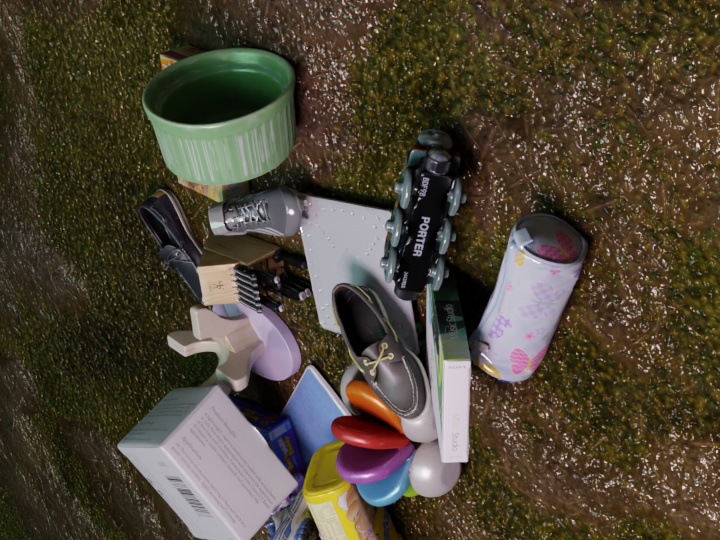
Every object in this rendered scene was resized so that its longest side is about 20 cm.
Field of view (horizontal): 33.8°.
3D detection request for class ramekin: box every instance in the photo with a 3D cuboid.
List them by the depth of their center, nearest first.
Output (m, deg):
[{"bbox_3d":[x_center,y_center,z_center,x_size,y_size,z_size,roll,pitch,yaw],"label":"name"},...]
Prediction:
[{"bbox_3d":[-0.175,-0.197,1.531,0.199,0.199,0.099,28,140,38],"label":"ramekin"}]

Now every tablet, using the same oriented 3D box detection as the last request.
[{"bbox_3d":[-0.068,0.242,1.820,0.131,0.014,0.201,51,143,17],"label":"tablet"}]

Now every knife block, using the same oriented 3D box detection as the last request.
[{"bbox_3d":[-0.146,-0.005,1.737,0.201,0.172,0.065,-87,-9,-65],"label":"knife block"}]

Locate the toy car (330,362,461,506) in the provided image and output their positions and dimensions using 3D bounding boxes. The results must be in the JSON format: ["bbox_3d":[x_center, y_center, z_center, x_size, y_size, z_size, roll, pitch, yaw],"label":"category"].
[{"bbox_3d":[0.031,0.223,1.570,0.174,0.149,0.203,15,123,45],"label":"toy car"}]

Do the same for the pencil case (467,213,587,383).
[{"bbox_3d":[0.182,0.032,1.315,0.084,0.089,0.202,-89,12,-46],"label":"pencil case"}]

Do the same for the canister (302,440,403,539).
[{"bbox_3d":[-0.008,0.361,1.694,0.085,0.149,0.202,-17,110,14],"label":"canister"}]

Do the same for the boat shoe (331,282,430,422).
[{"bbox_3d":[0.020,0.102,1.489,0.072,0.060,0.203,-40,59,16],"label":"boat shoe"}]

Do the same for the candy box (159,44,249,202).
[{"bbox_3d":[-0.222,-0.209,1.694,0.115,0.055,0.203,25,129,41],"label":"candy box"}]

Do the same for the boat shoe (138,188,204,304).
[{"bbox_3d":[-0.292,-0.031,1.889,0.074,0.062,0.202,-24,94,52],"label":"boat shoe"}]

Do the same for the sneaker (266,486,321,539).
[{"bbox_3d":[-0.094,0.358,1.710,0.084,0.200,0.078,-14,108,18],"label":"sneaker"}]

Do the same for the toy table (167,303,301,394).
[{"bbox_3d":[-0.199,0.119,1.821,0.199,0.116,0.187,12,121,48],"label":"toy table"}]

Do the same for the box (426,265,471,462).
[{"bbox_3d":[0.103,0.107,1.404,0.201,0.036,0.146,-97,5,-59],"label":"box"}]

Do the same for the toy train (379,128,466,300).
[{"bbox_3d":[0.070,-0.066,1.379,0.115,0.084,0.202,-91,9,-54],"label":"toy train"}]

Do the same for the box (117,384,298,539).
[{"bbox_3d":[-0.231,0.290,1.777,0.200,0.131,0.199,52,152,-13],"label":"box"}]

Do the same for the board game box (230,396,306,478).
[{"bbox_3d":[-0.169,0.290,1.936,0.199,0.044,0.136,9,121,53],"label":"board game box"}]

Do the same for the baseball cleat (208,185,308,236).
[{"bbox_3d":[-0.148,-0.071,1.622,0.199,0.105,0.071,-7,97,66],"label":"baseball cleat"}]

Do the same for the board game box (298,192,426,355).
[{"bbox_3d":[0.000,0.000,1.574,0.198,0.026,0.203,14,122,47],"label":"board game box"}]

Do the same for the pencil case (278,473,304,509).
[{"bbox_3d":[-0.061,0.403,1.823,0.200,0.084,0.085,47,153,-8],"label":"pencil case"}]
